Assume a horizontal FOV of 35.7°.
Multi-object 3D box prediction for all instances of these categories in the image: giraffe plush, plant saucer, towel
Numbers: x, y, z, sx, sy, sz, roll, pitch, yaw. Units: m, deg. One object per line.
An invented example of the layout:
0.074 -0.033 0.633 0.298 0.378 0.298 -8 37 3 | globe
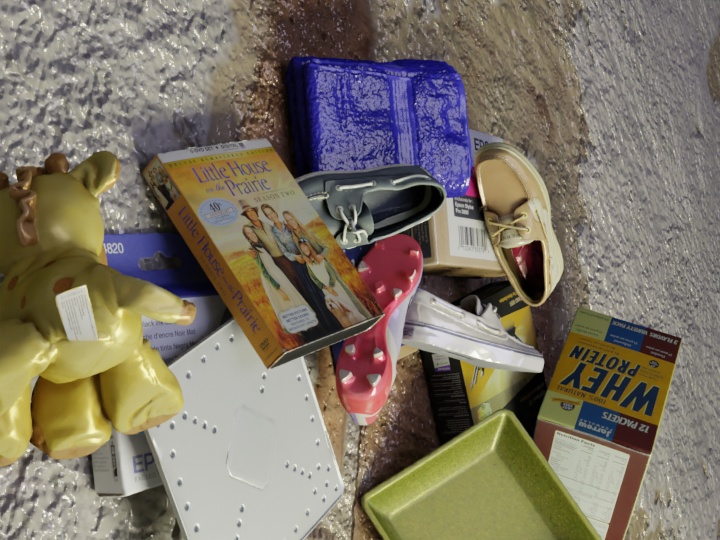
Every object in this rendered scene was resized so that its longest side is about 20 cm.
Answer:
-0.209 0.011 0.747 0.171 0.201 0.163 -5 52 -28 | giraffe plush
0.127 0.274 1.148 0.198 0.048 0.201 -27 71 -23 | plant saucer
0.025 -0.147 1.136 0.198 0.049 0.150 -4 81 -31 | towel

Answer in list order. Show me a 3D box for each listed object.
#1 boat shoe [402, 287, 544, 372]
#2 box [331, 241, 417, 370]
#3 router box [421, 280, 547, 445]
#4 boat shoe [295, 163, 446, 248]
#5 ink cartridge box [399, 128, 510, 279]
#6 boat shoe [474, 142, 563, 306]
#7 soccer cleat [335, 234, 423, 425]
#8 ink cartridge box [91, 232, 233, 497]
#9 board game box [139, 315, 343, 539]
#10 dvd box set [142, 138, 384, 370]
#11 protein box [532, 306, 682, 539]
0.124 0.063 1.202 0.198 0.071 0.071 17 78 -31 | boat shoe
0.000 0.000 1.153 0.121 0.032 0.203 -18 97 -55 | box
0.148 0.109 1.325 0.199 0.052 0.159 -23 102 -55 | router box
-0.007 -0.057 1.064 0.198 0.062 0.074 -17 113 -27 | boat shoe
0.105 -0.078 1.285 0.199 0.074 0.167 4 81 -54 | ink cartridge box
0.178 -0.048 1.254 0.201 0.073 0.067 61 34 -28 | boat shoe
0.018 0.054 1.099 0.077 0.066 0.202 87 15 -53 | soccer cleat
-0.144 0.066 0.918 0.199 0.040 0.203 -5 87 -56 | ink cartridge box
-0.097 0.145 0.911 0.200 0.026 0.202 -38 115 -54 | board game box
-0.080 -0.022 0.957 0.146 0.029 0.201 -16 68 -53 | dvd box set
0.290 0.197 1.372 0.199 0.133 0.202 -58 159 -44 | protein box
